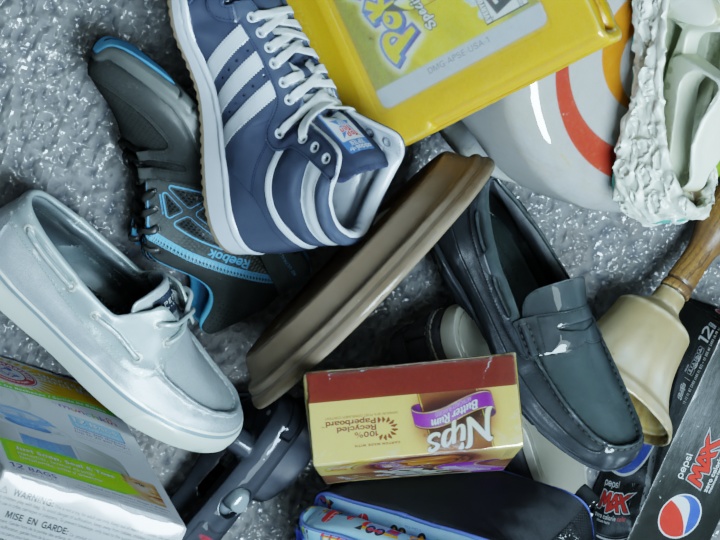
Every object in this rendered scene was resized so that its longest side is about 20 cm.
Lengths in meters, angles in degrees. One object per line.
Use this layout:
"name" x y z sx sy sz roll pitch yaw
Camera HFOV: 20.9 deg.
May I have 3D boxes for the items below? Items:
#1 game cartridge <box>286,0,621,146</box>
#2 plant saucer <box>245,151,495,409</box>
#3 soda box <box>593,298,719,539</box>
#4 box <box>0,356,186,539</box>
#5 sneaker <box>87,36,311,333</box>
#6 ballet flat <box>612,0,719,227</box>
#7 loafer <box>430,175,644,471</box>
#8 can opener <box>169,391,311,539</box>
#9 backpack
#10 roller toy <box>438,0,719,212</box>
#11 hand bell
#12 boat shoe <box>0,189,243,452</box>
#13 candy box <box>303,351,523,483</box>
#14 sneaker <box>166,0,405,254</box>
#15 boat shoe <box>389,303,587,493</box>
"game cartridge" 0.023 -0.165 1.082 0.200 0.032 0.177 -25 89 29
"plant saucer" 0.000 0.000 1.136 0.029 0.200 0.200 44 90 -3
"soda box" 0.221 0.125 1.346 0.071 0.063 0.200 18 101 -25
"box" -0.190 0.132 1.111 0.112 0.200 0.101 21 100 -25
"sneaker" -0.107 -0.047 1.148 0.082 0.073 0.200 -36 117 -3
"ballet flat" 0.188 -0.120 1.087 0.072 0.072 0.200 1 101 -22
"loafer" 0.113 0.032 1.201 0.068 0.201 0.070 -14 152 -39
"can opener" -0.100 0.156 1.232 0.079 0.063 0.200 40 92 -25
"backpack" 0.058 0.227 1.253 0.134 0.182 0.200 -32 126 -44
"roller toy" 0.132 -0.137 1.170 0.182 0.140 0.200 -14 109 -27
"hand bell" 0.212 0.005 1.295 0.104 0.104 0.200 43 74 -28
"boat shoe" -0.137 0.030 1.144 0.201 0.070 0.071 40 122 -16
"candy box" 0.030 0.089 1.134 0.116 0.200 0.057 -5 79 0
"sneaker" -0.039 -0.105 1.068 0.070 0.108 0.200 -22 110 -48
"boat shoe" 0.089 0.098 1.299 0.063 0.073 0.200 -14 129 31
